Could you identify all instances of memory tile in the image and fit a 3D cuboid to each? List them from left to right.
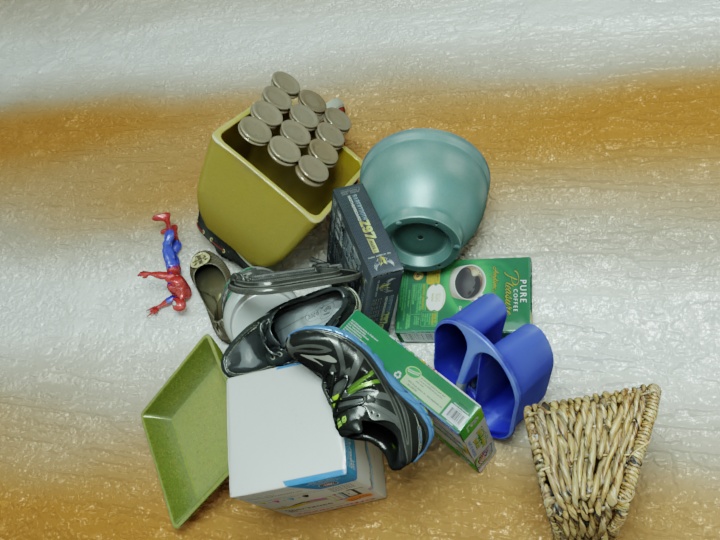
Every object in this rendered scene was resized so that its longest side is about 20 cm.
[{"bbox_3d":[-0.094,-0.220,0.964,0.152,0.017,0.201,31,42,-12],"label":"memory tile"}]

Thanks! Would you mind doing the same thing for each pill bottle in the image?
[{"bbox_3d":[-0.146,0.061,0.924,0.113,0.113,0.200,-40,15,-6],"label":"pill bottle"}]

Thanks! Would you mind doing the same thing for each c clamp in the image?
[{"bbox_3d":[-0.090,0.011,0.827,0.170,0.199,0.027,9,104,48],"label":"c clamp"}]

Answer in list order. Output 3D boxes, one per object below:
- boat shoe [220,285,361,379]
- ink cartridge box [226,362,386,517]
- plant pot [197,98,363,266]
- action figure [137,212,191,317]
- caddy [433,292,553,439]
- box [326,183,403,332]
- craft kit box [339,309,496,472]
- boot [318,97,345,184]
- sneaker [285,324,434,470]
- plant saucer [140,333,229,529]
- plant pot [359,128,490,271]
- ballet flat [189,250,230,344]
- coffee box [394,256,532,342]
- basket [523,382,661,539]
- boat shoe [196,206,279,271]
[{"bbox_3d":[-0.092,0.077,0.782,0.198,0.066,0.075,-24,78,2],"label":"boat shoe"},{"bbox_3d":[-0.064,0.222,0.815,0.146,0.200,0.146,-15,61,10],"label":"ink cartridge box"},{"bbox_3d":[-0.146,-0.124,1.007,0.195,0.200,0.195,39,42,-4],"label":"plant pot"},{"bbox_3d":[-0.357,-0.001,1.116,0.098,0.065,0.201,-23,56,-5],"label":"action figure"},{"bbox_3d":[0.158,0.129,0.801,0.105,0.201,0.141,-33,53,-22],"label":"caddy"},{"bbox_3d":[0.000,0.000,0.913,0.051,0.201,0.159,-13,57,-15],"label":"box"},{"bbox_3d":[0.076,0.158,0.805,0.199,0.198,0.049,37,74,30],"label":"craft kit box"},{"bbox_3d":[-0.045,-0.226,1.138,0.072,0.145,0.200,-28,18,26],"label":"boot"},{"bbox_3d":[-0.007,0.137,0.693,0.199,0.071,0.083,43,51,5],"label":"sneaker"},{"bbox_3d":[-0.229,0.232,0.920,0.200,0.048,0.200,-48,53,21],"label":"plant saucer"},{"bbox_3d":[0.089,-0.085,0.919,0.198,0.201,0.135,-4,50,16],"label":"plant pot"},{"bbox_3d":[-0.248,0.037,1.068,0.067,0.046,0.201,-29,58,2],"label":"ballet flat"},{"bbox_3d":[0.153,0.045,0.931,0.198,0.044,0.124,-3,60,17],"label":"coffee box"},{"bbox_3d":[0.271,0.229,0.697,0.147,0.200,0.144,-13,58,11],"label":"basket"},{"bbox_3d":[-0.214,-0.049,1.100,0.201,0.063,0.073,45,39,21],"label":"boat shoe"}]
